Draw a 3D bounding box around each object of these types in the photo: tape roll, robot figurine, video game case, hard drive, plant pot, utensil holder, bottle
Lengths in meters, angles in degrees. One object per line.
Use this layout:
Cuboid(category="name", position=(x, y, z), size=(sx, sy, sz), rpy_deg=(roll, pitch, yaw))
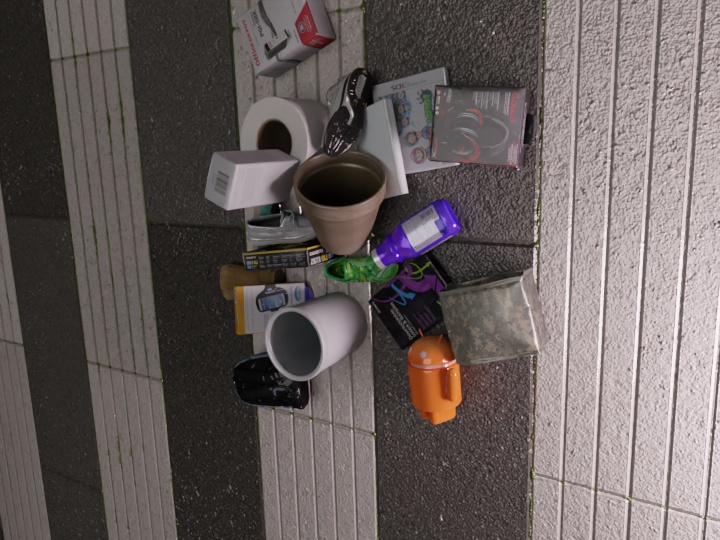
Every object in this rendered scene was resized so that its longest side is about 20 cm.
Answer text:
Cuboid(category="tape roll", position=(-0.162, -0.299, 1.432), size=(0.201, 0.139, 0.206), rpy_deg=(7, 104, 31))
Cuboid(category="robot figurine", position=(0.162, 0.232, 1.354), size=(0.115, 0.144, 0.203), rpy_deg=(-4, 100, 11))
Cuboid(category="video game case", position=(0.117, -0.315, 1.320), size=(0.180, 0.024, 0.203), rpy_deg=(-4, 98, 33))
Cuboid(category="hard drive", position=(0.041, -0.260, 1.352), size=(0.131, 0.026, 0.203), rpy_deg=(-5, 97, 55))
Cuboid(category="plant pot", position=(-0.042, -0.136, 1.347), size=(0.199, 0.200, 0.175), rpy_deg=(26, 142, 25))
Cuboid(category="utensil holder", position=(-0.100, 0.147, 1.453), size=(0.168, 0.199, 0.172), rpy_deg=(8, 105, 30))
Cuboid(category="bottle", position=(0.116, -0.072, 1.324), size=(0.199, 0.065, 0.084), rpy_deg=(-32, 79, 19))

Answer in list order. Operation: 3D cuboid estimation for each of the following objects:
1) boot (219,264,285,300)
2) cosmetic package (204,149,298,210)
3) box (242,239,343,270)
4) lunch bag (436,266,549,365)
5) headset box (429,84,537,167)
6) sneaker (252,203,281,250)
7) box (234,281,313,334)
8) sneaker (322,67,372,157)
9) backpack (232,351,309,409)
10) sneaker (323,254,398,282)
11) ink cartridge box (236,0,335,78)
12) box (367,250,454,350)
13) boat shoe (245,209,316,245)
Cuboid(category="boot", position=(-0.286, 0.072, 1.641), size=(0.198, 0.066, 0.178), rpy_deg=(1, 92, 33))
Cuboid(category="cosmetic package", position=(-0.226, -0.195, 1.292), size=(0.074, 0.199, 0.103), rpy_deg=(29, 114, 23))
Cuboid(category="box", position=(-0.156, -0.040, 1.472), size=(0.198, 0.159, 0.050), rpy_deg=(-3, 98, 33))
Cuboid(category="lunch bag", position=(0.267, 0.098, 1.258), size=(0.198, 0.117, 0.166), rpy_deg=(-13, 94, 29))
Cuboid(category="headset box", position=(0.244, -0.283, 1.202), size=(0.198, 0.075, 0.151), rpy_deg=(9, 103, 22))
Cuboid(category="sneaker", position=(-0.230, -0.103, 1.558), size=(0.079, 0.072, 0.202), rpy_deg=(6, 124, -1))
Cuboid(category="box", position=(-0.216, 0.093, 1.542), size=(0.041, 0.197, 0.121), rpy_deg=(-174, 82, -67))
Cuboid(category="sneaker", position=(-0.043, -0.345, 1.364), size=(0.115, 0.075, 0.203), rpy_deg=(16, 84, 64))
Cuboid(category="backpack", position=(-0.240, 0.286, 1.619), size=(0.197, 0.154, 0.165), rpy_deg=(-12, 96, 12))
Cuboid(category="sneaker", position=(0.000, 0.000, 1.426), size=(0.198, 0.083, 0.075), rpy_deg=(-8, 96, 33))
Cuboid(category="ink cartridge box", position=(-0.175, -0.560, 1.417), size=(0.198, 0.083, 0.148), rpy_deg=(-20, 90, 33))
Cuboid(category="box", position=(0.124, 0.070, 1.392), size=(0.200, 0.036, 0.144), rpy_deg=(-44, 76, 33))
Cuboid(category="boat shoe", position=(-0.180, -0.113, 1.482), size=(0.197, 0.073, 0.069), rpy_deg=(-4, 136, 7))
